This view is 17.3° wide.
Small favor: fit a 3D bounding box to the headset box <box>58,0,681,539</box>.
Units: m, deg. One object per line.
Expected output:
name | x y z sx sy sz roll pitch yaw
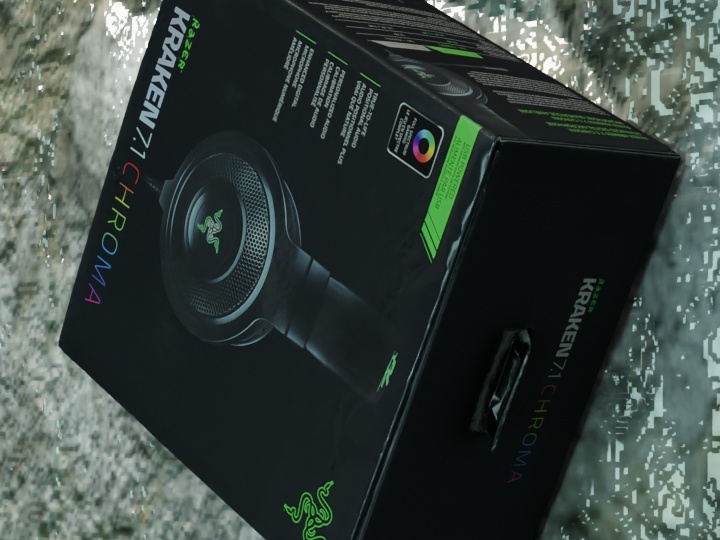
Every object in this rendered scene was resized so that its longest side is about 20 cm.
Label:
headset box | 0.000 0.000 0.842 0.200 0.093 0.175 38 116 42
